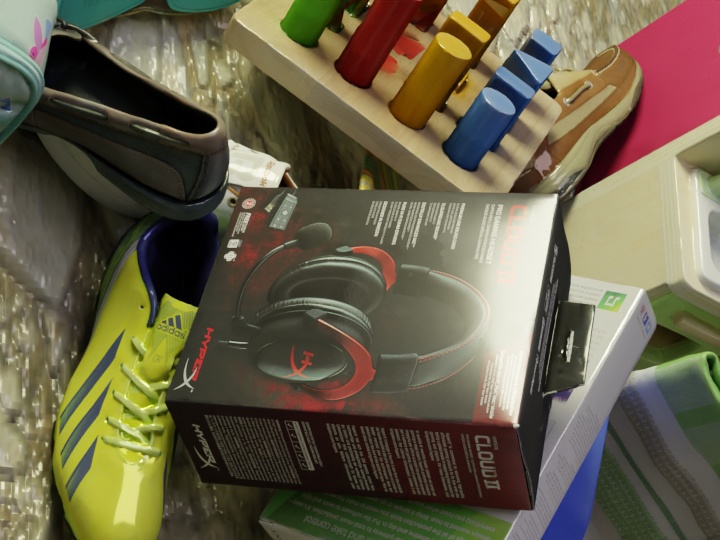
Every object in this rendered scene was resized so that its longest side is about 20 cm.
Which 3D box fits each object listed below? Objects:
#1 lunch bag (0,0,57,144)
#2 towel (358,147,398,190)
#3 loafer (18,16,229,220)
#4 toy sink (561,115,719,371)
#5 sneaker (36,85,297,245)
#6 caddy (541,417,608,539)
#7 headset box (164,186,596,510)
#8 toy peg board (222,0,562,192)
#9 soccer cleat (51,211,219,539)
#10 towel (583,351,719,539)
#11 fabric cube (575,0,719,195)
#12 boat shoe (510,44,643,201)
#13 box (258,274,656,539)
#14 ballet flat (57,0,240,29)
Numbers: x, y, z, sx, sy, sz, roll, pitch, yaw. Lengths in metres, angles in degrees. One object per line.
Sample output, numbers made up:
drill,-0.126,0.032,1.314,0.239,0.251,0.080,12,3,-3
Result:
lunch bag,-0.251,-0.117,0.677,0.199,0.160,0.078,25,54,-31
towel,0.000,0.000,0.899,0.087,0.018,0.202,75,18,-49
loafer,-0.152,-0.104,0.780,0.199,0.063,0.072,31,53,5
toy sink,0.232,-0.002,1.024,0.130,0.199,0.113,23,55,-32
sneaker,-0.092,-0.061,0.847,0.199,0.084,0.073,33,52,-24
caddy,0.061,0.102,0.862,0.105,0.141,0.201,40,47,-26
headset box,0.020,0.036,0.747,0.075,0.198,0.150,73,26,-47
toy peg board,0.048,-0.156,0.940,0.198,0.098,0.200,37,33,2
soccer cleat,-0.113,0.053,0.769,0.064,0.083,0.202,25,54,-30
towel,0.176,0.138,0.905,0.031,0.199,0.150,-37,95,-38
fabric cube,0.313,-0.099,1.146,0.199,0.199,0.198,36,50,-23
boat shoe,0.152,-0.121,1.103,0.074,0.075,0.200,47,45,-9
box,0.054,0.081,0.787,0.201,0.143,0.036,-54,136,-26
ballet flat,-0.136,-0.191,0.892,0.199,0.070,0.071,-26,87,-48
